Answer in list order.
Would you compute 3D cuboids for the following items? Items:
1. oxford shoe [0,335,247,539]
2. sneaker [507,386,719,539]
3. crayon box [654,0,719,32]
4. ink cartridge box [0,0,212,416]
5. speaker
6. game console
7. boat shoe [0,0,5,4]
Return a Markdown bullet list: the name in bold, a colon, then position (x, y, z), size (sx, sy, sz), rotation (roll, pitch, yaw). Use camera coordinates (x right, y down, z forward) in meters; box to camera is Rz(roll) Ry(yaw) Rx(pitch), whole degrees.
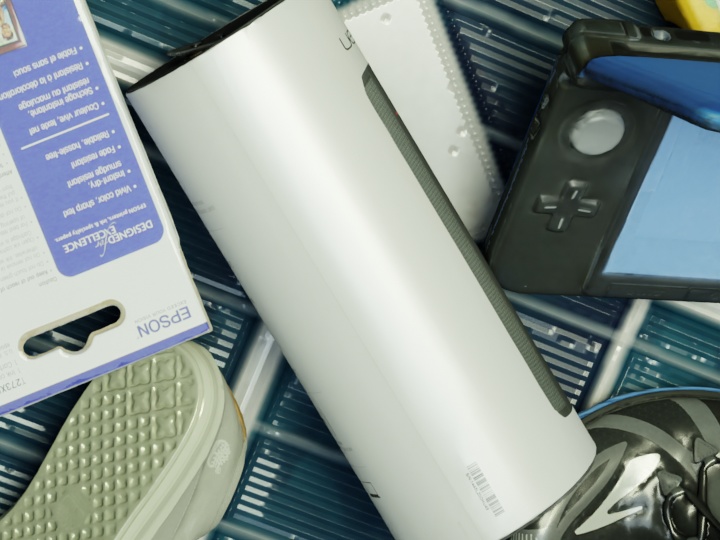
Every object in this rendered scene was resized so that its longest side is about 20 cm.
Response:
- **oxford shoe**: position (-0.107, 0.112, 0.891), size (0.200, 0.075, 0.058), rotation (-52, 150, 7)
- **sneaker**: position (0.150, 0.084, 0.908), size (0.198, 0.083, 0.071), rotation (-5, 105, -4)
- **crayon box**: position (0.138, -0.173, 0.861), size (0.125, 0.052, 0.201), rotation (-28, 105, 0)
- **ink cartridge box**: position (-0.131, -0.056, 0.851), size (0.094, 0.037, 0.201), rotation (-21, 98, -3)
- **speaker**: position (0.000, 0.000, 0.857), size (0.081, 0.081, 0.201), rotation (-31, 99, 0)
- **game console**: position (0.164, -0.018, 0.823), size (0.198, 0.119, 0.171), rotation (3, 134, -18)
- **boat shoe**: position (-0.175, -0.092, 0.794), size (0.199, 0.060, 0.072), rotation (-31, 100, -1)
